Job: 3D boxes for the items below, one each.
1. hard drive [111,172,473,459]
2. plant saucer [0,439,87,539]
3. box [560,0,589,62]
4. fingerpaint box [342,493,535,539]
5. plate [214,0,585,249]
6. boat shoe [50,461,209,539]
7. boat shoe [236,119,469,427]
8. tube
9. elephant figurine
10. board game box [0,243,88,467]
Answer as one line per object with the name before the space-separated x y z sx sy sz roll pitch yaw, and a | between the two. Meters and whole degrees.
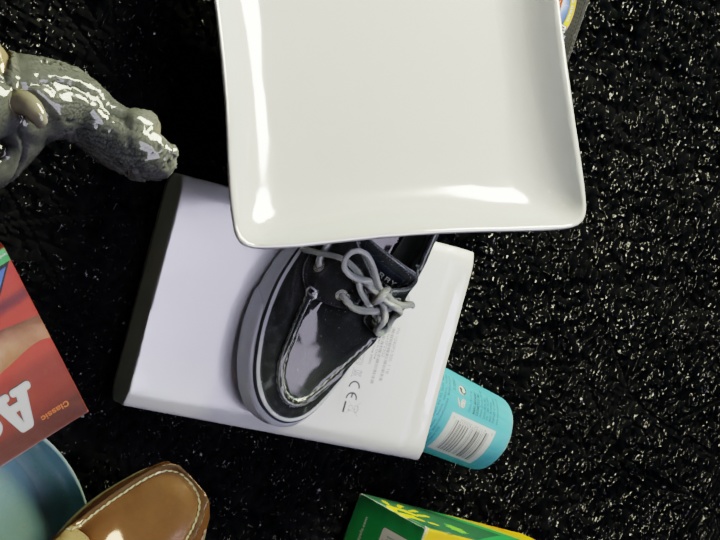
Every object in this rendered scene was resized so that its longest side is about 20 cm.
hard drive | -0.035 0.030 1.046 0.200 0.026 0.132 14 92 -30
plant saucer | -0.235 0.165 0.950 0.200 0.027 0.201 -14 113 -36
box | 0.042 -0.141 1.073 0.200 0.044 0.161 18 93 -42
fingerpaint box | 0.042 0.263 1.184 0.167 0.073 0.200 19 91 -41
plate | 0.016 -0.113 0.971 0.199 0.032 0.200 -4 82 -18
boat shoe | -0.155 0.181 0.938 0.076 0.074 0.200 43 70 3
boat shoe | 0.002 0.001 1.007 0.074 0.068 0.200 39 80 -29
tube | 0.011 0.071 1.118 0.200 0.050 0.078 27 80 -37
elephant figurine | -0.211 -0.079 0.813 0.200 0.155 0.142 59 43 -26
board game box | -0.233 0.078 0.833 0.200 0.019 0.103 -33 125 -17
